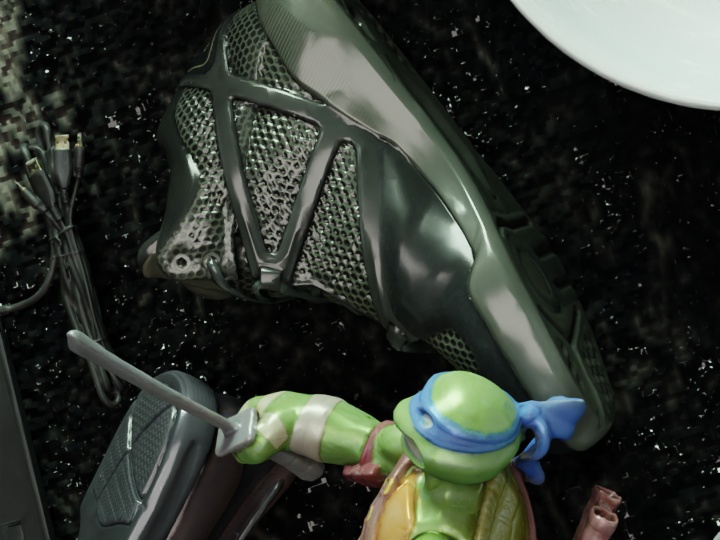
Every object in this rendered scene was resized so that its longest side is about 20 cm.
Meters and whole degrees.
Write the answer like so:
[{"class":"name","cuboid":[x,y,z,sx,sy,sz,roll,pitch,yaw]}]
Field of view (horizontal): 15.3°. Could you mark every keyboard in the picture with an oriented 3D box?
[{"class":"keyboard","cuboid":[-0.144,0.019,1.003,0.127,0.021,0.201,-15,89,20]}]

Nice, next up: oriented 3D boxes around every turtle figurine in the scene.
[{"class":"turtle figurine","cuboid":[-0.024,0.115,0.881,0.144,0.199,0.195,42,141,43]}]

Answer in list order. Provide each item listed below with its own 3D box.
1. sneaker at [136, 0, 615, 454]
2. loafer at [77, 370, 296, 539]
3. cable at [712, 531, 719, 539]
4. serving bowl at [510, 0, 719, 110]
[{"class":"sneaker","cuboid":[0.000,0.000,0.939,0.114,0.076,0.200,-41,79,14]},{"class":"loafer","cuboid":[-0.085,0.135,0.968,0.063,0.072,0.201,23,100,-27]},{"class":"cable","cuboid":[0.189,0.141,0.825,0.199,0.069,0.200,-10,128,36]},{"class":"serving bowl","cuboid":[0.132,-0.153,0.903,0.199,0.066,0.201,0,92,15]}]
